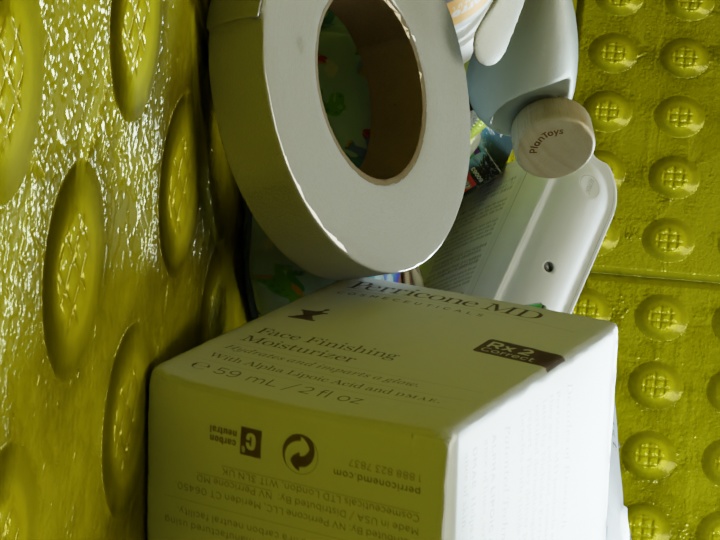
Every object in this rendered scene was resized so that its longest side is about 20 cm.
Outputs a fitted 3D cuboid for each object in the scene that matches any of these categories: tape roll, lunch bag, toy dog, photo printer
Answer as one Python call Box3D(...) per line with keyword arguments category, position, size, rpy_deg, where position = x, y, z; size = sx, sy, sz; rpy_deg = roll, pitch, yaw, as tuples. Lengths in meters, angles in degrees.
Box3D(category="tape roll", position=(-0.008, -0.096, 1.168), size=(0.202, 0.037, 0.204), rpy_deg=(17, 70, -54))
Box3D(category="lunch bag", position=(-0.012, -0.052, 1.306), size=(0.161, 0.082, 0.201), rpy_deg=(86, 13, -59))
Box3D(category="toy dog", position=(0.077, -0.145, 1.289), size=(0.132, 0.096, 0.201), rpy_deg=(-104, -177, -64))
Box3D(category="photo printer", position=(0.095, 0.007, 1.570), size=(0.166, 0.069, 0.201), rpy_deg=(-26, -146, 57))

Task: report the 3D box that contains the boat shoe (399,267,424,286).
Box3D(category="boat shoe", position=(0.000, 0.000, 1.470), size=(0.072, 0.075, 0.201), rpy_deg=(-45, 142, -55))

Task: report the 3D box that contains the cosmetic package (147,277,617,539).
Box3D(category="cosmetic package", position=(0.014, 0.113, 1.109), size=(0.200, 0.164, 0.166), rpy_deg=(-27, 123, -58))

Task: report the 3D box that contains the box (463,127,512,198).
Box3D(category="box", position=(0.063, -0.141, 1.651), size=(0.137, 0.038, 0.200), rpy_deg=(56, 17, -8))

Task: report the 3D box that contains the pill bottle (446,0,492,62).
Box3D(category="pill bottle", position=(0.033, -0.217, 1.391), size=(0.200, 0.116, 0.117), rpy_deg=(80, 17, -58))

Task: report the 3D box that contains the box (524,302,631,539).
Box3D(category="box", position=(0.100, 0.146, 1.362), size=(0.176, 0.096, 0.201), rpy_deg=(46, 39, -62))

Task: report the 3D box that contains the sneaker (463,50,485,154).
Box3D(category="sneaker", position=(0.024, -0.097, 1.533), size=(0.200, 0.105, 0.076), rpy_deg=(-52, 167, 33))
